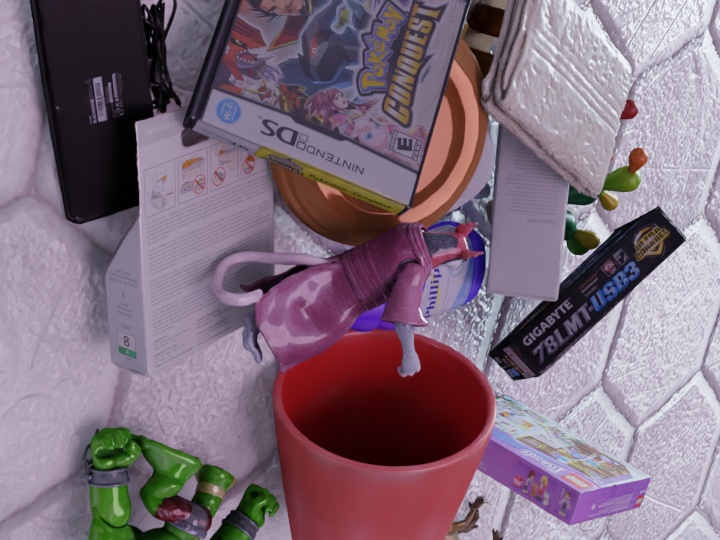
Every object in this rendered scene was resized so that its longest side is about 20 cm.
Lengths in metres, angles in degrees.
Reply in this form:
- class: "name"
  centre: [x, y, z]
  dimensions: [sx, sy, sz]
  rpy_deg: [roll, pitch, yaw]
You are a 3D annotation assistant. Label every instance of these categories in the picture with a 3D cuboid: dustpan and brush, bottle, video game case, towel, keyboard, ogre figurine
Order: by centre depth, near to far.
- class: "keyboard"
  centre: [-0.181, -0.134, 1.051]
  dimensions: [0.104, 0.040, 0.201]
  rpy_deg: [-18, 130, -23]
- class: "video game case"
  centre: [-0.019, -0.166, 1.101]
  dimensions: [0.180, 0.025, 0.201]
  rpy_deg: [21, 72, -15]
- class: "ogre figurine"
  centre: [-0.158, 0.211, 1.206]
  dimensions: [0.200, 0.098, 0.121]
  rpy_deg: [45, 62, -62]
- class: "towel"
  centre: [0.172, -0.160, 1.264]
  dimensions: [0.200, 0.034, 0.133]
  rpy_deg: [34, 68, -48]
- class: "dustpan and brush"
  centre: [0.081, -0.088, 1.341]
  dimensions: [0.139, 0.057, 0.200]
  rpy_deg: [-34, 147, 17]
- class: "bottle"
  centre: [0.033, 0.012, 1.345]
  dimensions: [0.199, 0.065, 0.084]
  rpy_deg: [-17, 123, -44]

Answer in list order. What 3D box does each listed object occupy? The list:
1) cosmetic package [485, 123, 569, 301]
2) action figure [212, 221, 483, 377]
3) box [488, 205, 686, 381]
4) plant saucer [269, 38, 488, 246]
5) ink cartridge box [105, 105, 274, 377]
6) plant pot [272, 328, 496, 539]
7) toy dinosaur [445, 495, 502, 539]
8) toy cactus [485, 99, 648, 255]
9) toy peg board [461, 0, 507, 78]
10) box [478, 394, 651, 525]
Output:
- class: "cosmetic package"
  centre: [0.160, -0.078, 1.379]
  dimensions: [0.102, 0.074, 0.201]
  rpy_deg: [-42, 138, -83]
- class: "action figure"
  centre: [0.000, 0.000, 1.154]
  dimensions: [0.199, 0.134, 0.149]
  rpy_deg: [-27, 123, 10]
- class: "box"
  centre: [0.222, 0.028, 1.470]
  dimensions: [0.200, 0.050, 0.199]
  rpy_deg: [-43, 178, -4]
- class: "plant saucer"
  centre: [0.022, -0.112, 1.178]
  dimensions: [0.199, 0.037, 0.201]
  rpy_deg: [-10, 113, -25]
- class: "ink cartridge box"
  centre: [-0.131, -0.038, 1.132]
  dimensions: [0.161, 0.050, 0.201]
  rpy_deg: [-28, 123, -50]
- class: "plant pot"
  centre: [0.013, 0.179, 1.328]
  dimensions: [0.200, 0.200, 0.178]
  rpy_deg: [-27, 138, -39]
- class: "toy dinosaur"
  centre: [0.099, 0.302, 1.600]
  dimensions: [0.101, 0.058, 0.201]
  rpy_deg: [-29, 123, -18]
- class: "toy cactus"
  centre: [0.204, -0.087, 1.481]
  dimensions: [0.164, 0.103, 0.200]
  rpy_deg: [-17, 151, -17]
- class: "toy peg board"
  centre: [0.084, -0.218, 1.261]
  dimensions: [0.200, 0.098, 0.200]
  rpy_deg: [25, 90, -51]
- class: "box"
  centre: [0.180, 0.191, 1.502]
  dimensions: [0.136, 0.199, 0.039]
  rpy_deg: [0, 112, -49]
